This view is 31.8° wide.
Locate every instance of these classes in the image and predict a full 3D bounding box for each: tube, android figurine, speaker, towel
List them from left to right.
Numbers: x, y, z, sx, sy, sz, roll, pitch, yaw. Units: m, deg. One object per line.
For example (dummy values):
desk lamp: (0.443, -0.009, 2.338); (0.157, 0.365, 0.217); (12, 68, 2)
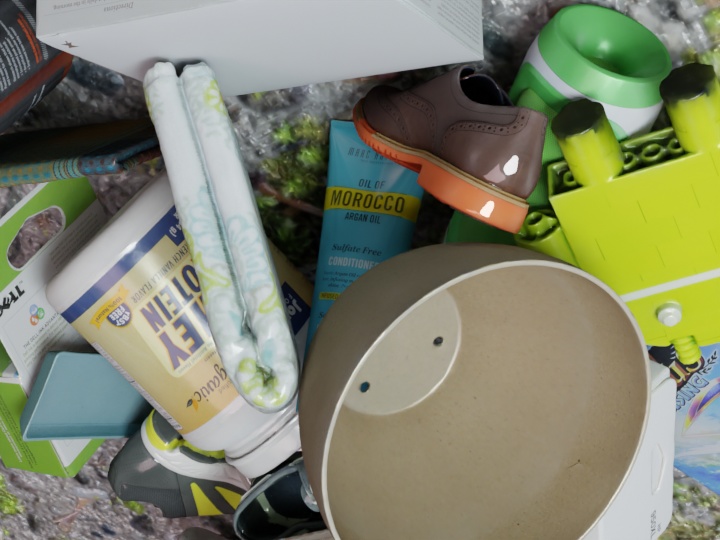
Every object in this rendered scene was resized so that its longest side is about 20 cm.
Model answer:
towel: (-0.211, -0.078, 0.868); (0.199, 0.147, 0.022); (-3, 108, 24)
towel: (-0.079, -0.013, 0.752); (0.048, 0.171, 0.201); (-17, 84, -2)
tube: (0.000, 0.000, 0.834); (0.077, 0.201, 0.050); (8, 171, 13)
speaker: (0.115, -0.060, 0.779); (0.088, 0.089, 0.201); (25, 132, 3)
android figurine: (0.184, -0.022, 0.724); (0.181, 0.041, 0.201); (-15, 128, 19)

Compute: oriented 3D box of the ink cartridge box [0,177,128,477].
ink cartridge box: (-0.242, 0.032, 0.963); (0.075, 0.148, 0.201); (2, 126, 31)

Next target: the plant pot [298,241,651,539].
plant pot: (0.045, 0.066, 0.723); (0.199, 0.134, 0.202); (-9, 114, -22)

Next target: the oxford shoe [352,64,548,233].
oxford shoe: (0.055, -0.086, 0.749); (0.071, 0.200, 0.073); (19, 103, -29)

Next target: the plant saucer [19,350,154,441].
plant saucer: (-0.178, 0.094, 0.964); (0.019, 0.200, 0.070); (29, 99, 30)

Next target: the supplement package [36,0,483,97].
supplement package: (-0.051, -0.173, 0.694); (0.199, 0.156, 0.112); (-3, 83, 26)

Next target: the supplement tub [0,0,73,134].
supplement tub: (-0.276, -0.123, 0.817); (0.106, 0.200, 0.108); (10, 126, 15)

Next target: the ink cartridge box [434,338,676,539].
ink cartridge box: (0.108, 0.105, 0.866); (0.199, 0.084, 0.145); (24, 137, 38)

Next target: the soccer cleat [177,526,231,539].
soccer cleat: (-0.081, 0.293, 1.162); (0.200, 0.069, 0.085); (43, 122, -17)

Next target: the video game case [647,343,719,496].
video game case: (0.263, 0.065, 0.841); (0.181, 0.046, 0.200); (33, 132, -3)

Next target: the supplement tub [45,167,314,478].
supplement tub: (-0.108, 0.036, 0.904); (0.200, 0.145, 0.144); (46, 130, -10)

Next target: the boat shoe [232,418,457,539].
boat shoe: (-0.014, 0.151, 0.854); (0.199, 0.062, 0.073); (-22, 101, 45)

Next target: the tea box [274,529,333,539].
tea box: (0.028, 0.272, 0.868); (0.199, 0.134, 0.197); (-15, 140, 17)

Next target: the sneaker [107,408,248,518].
sneaker: (-0.125, 0.164, 1.025); (0.084, 0.075, 0.200); (-35, 140, 17)

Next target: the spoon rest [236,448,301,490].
spoon rest: (-0.008, 0.132, 0.926); (0.199, 0.061, 0.100); (-19, 106, 44)
